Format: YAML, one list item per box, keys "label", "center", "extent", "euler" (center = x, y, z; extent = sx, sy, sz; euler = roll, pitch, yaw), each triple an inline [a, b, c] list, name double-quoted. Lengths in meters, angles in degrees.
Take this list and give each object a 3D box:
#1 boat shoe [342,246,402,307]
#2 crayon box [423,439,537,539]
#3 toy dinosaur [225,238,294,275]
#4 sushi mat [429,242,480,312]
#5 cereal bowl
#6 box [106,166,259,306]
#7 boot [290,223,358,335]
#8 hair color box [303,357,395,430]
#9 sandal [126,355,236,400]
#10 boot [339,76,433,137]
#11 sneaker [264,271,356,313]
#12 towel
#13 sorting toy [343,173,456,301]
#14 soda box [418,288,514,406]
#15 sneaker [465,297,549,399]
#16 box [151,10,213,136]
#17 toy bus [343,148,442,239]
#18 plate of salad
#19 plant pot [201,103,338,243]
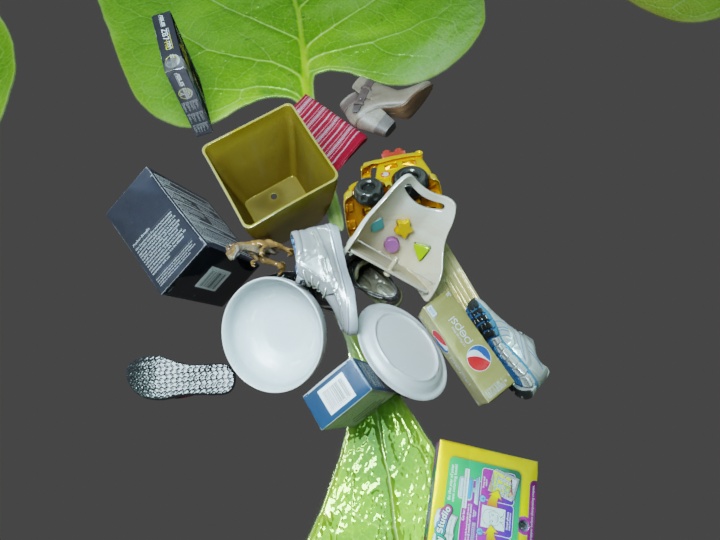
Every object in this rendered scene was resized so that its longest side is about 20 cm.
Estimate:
- label: "boat shoe"
  center: [0.000, 0.000, 1.042]
  extent: [0.196, 0.065, 0.074]
  euler: [30, 71, 14]
- label: "crayon box"
  center: [0.195, 0.403, 0.869]
  extent: [0.166, 0.059, 0.206]
  euler: [10, 67, 6]
- label: "toy dinosaur"
  center: [-0.170, -0.039, 0.980]
  extent: [0.104, 0.199, 0.062]
  euler: [24, 97, 18]
- label: "sushi mat"
  center: [0.163, 0.017, 1.061]
  extent: [0.093, 0.012, 0.204]
  euler: [-23, 69, -11]
- label: "cereal bowl"
  center: [-0.149, 0.112, 0.967]
  extent: [0.193, 0.083, 0.208]
  euler: [1, 93, 12]
- label: "box"
  center: [-0.323, -0.053, 0.985]
  extent: [0.123, 0.200, 0.199]
  euler: [-43, 71, 5]
- label: "boot"
  center: [-0.068, 0.020, 0.921]
  extent: [0.092, 0.074, 0.206]
  euler: [-9, 70, -16]
- label: "hair color box"
  center: [-0.012, 0.204, 0.870]
  extent: [0.099, 0.200, 0.061]
  euler: [-38, 70, 2]
- label: "sandal"
  center: [-0.328, 0.202, 0.976]
  extent: [0.193, 0.045, 0.078]
  euler: [6, 71, -13]
- label: "boot"
  center: [0.053, -0.398, 1.214]
  extent: [0.145, 0.071, 0.200]
  euler: [39, 72, 18]
- label: "sneaker"
  center: [-0.102, 0.023, 1.008]
  extent: [0.193, 0.113, 0.075]
  euler: [10, 65, 5]
- label: "towel"
  center: [-0.097, -0.306, 1.200]
  extent: [0.198, 0.023, 0.145]
  euler: [37, 71, 15]
- label: "sorting toy"
  center: [0.086, -0.076, 0.989]
  extent: [0.196, 0.108, 0.183]
  euler: [27, 110, -18]
- label: "soda box"
  center: [0.189, 0.141, 0.968]
  extent: [0.063, 0.068, 0.203]
  euler: [-30, 76, -12]
- label: "sneaker"
  center: [0.273, 0.133, 0.986]
  extent: [0.085, 0.075, 0.203]
  euler: [-24, 72, -29]
- label: "box"
  center: [-0.385, -0.422, 1.156]
  extent: [0.048, 0.201, 0.165]
  euler: [-16, 66, -5]
- label: "toy bus"
  center: [0.054, -0.170, 1.088]
  extent: [0.193, 0.138, 0.196]
  euler: [-11, 49, -2]
- label: "plate of salad"
  center: [0.071, 0.147, 0.951]
  extent: [0.196, 0.048, 0.203]
  euler: [26, 37, -21]
- label: "plant pot"
  center: [-0.168, -0.163, 1.054]
  extent: [0.196, 0.178, 0.203]
  euler: [-30, 70, -12]
